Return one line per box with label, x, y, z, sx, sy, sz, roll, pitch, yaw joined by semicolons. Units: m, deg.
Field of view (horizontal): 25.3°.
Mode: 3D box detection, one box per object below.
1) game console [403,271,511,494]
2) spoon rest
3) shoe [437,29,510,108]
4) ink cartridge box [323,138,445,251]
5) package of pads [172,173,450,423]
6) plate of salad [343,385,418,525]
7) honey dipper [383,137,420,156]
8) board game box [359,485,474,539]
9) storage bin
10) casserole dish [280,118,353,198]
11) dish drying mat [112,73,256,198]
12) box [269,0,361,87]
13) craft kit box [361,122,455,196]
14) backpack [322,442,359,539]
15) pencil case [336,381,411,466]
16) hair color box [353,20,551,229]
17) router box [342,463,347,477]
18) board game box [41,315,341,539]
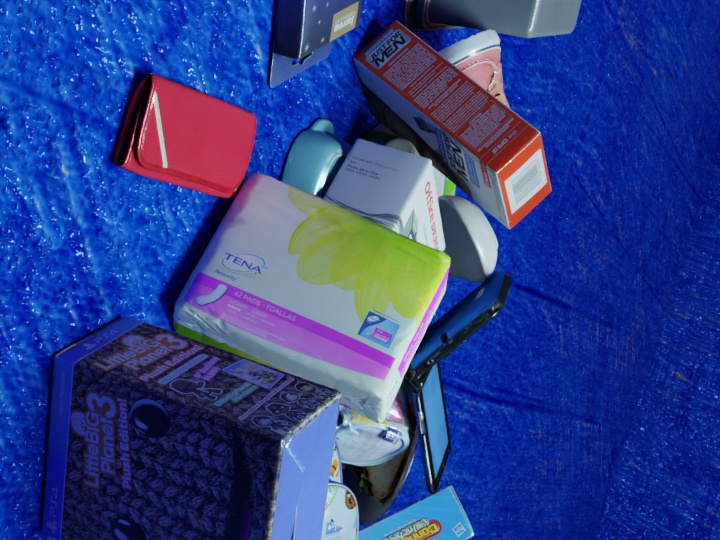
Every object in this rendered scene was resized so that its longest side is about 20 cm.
game console;0.108;0.107;1.600;0.171;0.118;0.200;-39;-178;11
spoon rest;0.103;-0.025;1.698;0.061;0.100;0.200;-29;174;-5
shoe;0.123;-0.181;1.628;0.200;0.071;0.091;22;45;-84
ink cartridge box;0.000;0.000;1.498;0.200;0.084;0.146;-62;157;-28
package of pads;-0.038;0.017;1.356;0.068;0.200;0.155;96;19;-62
plate of salad;0.015;0.174;1.733;0.200;0.048;0.201;-165;-90;-71
honey dipper;0.060;-0.089;1.646;0.200;0.038;0.038;44;65;-71
board game box;0.013;0.293;1.651;0.200;0.056;0.196;-27;171;-4
storage bin;0.153;-0.309;1.679;0.200;0.134;0.146;-23;127;-65
casserole dish;-0.045;-0.043;1.524;0.121;0.039;0.201;-1;107;-69
dish drying mat;-0.133;-0.104;1.278;0.200;0.018;0.077;12;94;-69
box;-0.032;-0.264;1.391;0.121;0.032;0.201;-41;144;-55
craft kit box;0.050;-0.082;1.727;0.197;0.048;0.200;-41;143;-50
backpack;-0.094;0.221;1.434;0.200;0.154;0.191;-15;106;-44
pencil case;-0.001;0.092;1.577;0.091;0.083;0.200;26;46;-32
hair color box;0.089;-0.141;1.547;0.064;0.200;0.111;-42;151;-10
router box;-0.067;0.200;1.643;0.179;0.049;0.201;-6;111;-68
board game box;-0.131;0.149;1.225;0.097;0.200;0.160;-33;135;-58
